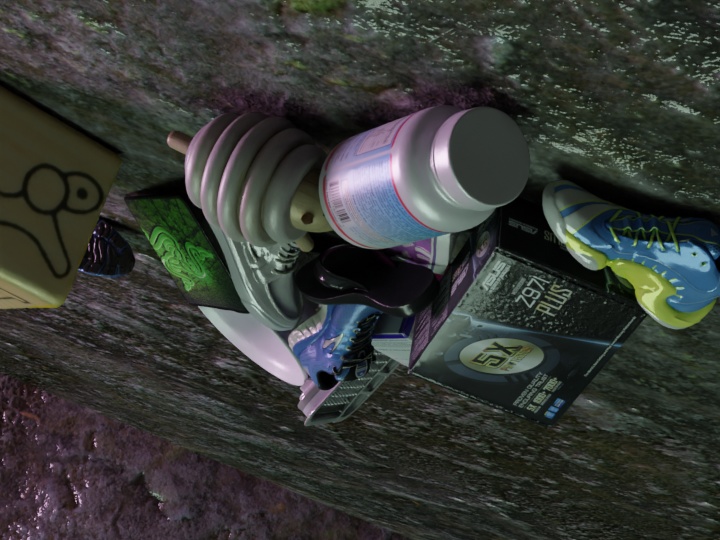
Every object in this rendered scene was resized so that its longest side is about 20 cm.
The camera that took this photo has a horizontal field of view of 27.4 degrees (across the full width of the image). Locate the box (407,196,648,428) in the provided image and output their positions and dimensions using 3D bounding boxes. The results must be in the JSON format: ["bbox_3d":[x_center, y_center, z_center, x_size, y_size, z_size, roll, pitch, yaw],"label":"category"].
[{"bbox_3d":[0.163,0.042,1.439,0.164,0.086,0.200,23,132,-12],"label":"box"}]

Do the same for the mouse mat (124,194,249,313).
[{"bbox_3d":[-0.206,-0.020,1.732,0.161,0.008,0.200,60,158,-17],"label":"mouse mat"}]

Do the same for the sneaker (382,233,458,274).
[{"bbox_3d":[0.044,-0.050,1.453,0.114,0.073,0.200,21,163,2],"label":"sneaker"}]

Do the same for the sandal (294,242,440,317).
[{"bbox_3d":[0.001,-0.001,1.499,0.200,0.075,0.048,9,140,49],"label":"sandal"}]

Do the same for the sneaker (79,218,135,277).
[{"bbox_3d":[-0.381,-0.041,1.941,0.200,0.075,0.078,22,173,17],"label":"sneaker"}]

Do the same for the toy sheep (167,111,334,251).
[{"bbox_3d":[-0.099,-0.086,1.395,0.200,0.138,0.138,19,164,20],"label":"toy sheep"}]

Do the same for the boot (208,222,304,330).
[{"bbox_3d":[-0.092,-0.018,1.589,0.096,0.074,0.200,-2,126,41],"label":"boot"}]

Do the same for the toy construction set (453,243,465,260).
[{"bbox_3d":[0.166,0.037,1.577,0.131,0.092,0.200,0,144,46],"label":"toy construction set"}]

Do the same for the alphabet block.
[{"bbox_3d":[-0.419,-0.082,1.628,0.200,0.196,0.196,32,160,-35],"label":"alphabet block"}]

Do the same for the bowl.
[{"bbox_3d":[-0.115,0.042,1.816,0.201,0.090,0.201,37,161,15],"label":"bowl"}]

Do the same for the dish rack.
[{"bbox_3d":[-0.002,0.118,1.838,0.044,0.172,0.200,45,-171,13],"label":"dish rack"}]

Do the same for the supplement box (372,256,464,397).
[{"bbox_3d":[0.101,0.068,1.702,0.200,0.101,0.103,30,160,-33],"label":"supplement box"}]

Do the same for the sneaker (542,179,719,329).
[{"bbox_3d":[0.258,-0.033,1.315,0.200,0.076,0.105,36,129,-24],"label":"sneaker"}]

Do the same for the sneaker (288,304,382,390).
[{"bbox_3d":[-0.005,0.068,1.608,0.078,0.089,0.200,-13,158,-33],"label":"sneaker"}]

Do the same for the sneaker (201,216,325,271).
[{"bbox_3d":[-0.093,-0.012,1.716,0.200,0.070,0.100,26,179,-1],"label":"sneaker"}]

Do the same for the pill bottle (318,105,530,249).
[{"bbox_3d":[0.055,-0.082,1.275,0.109,0.109,0.200,27,162,-25],"label":"pill bottle"}]
